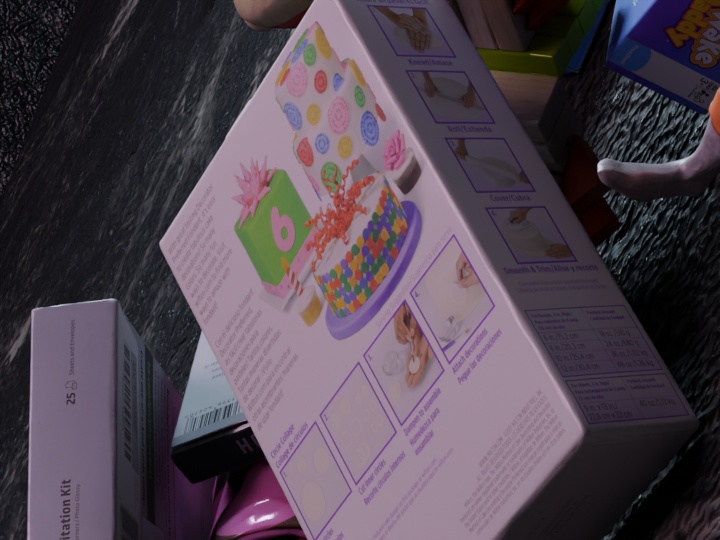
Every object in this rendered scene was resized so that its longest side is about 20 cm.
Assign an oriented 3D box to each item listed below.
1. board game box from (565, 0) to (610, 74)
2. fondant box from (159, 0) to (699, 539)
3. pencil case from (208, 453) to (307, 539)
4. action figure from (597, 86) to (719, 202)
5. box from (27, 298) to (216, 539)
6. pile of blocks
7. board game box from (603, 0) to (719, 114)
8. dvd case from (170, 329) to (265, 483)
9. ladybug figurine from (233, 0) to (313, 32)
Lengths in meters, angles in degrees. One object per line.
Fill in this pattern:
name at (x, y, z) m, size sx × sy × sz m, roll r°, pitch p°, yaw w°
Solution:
board game box at (0.088, -0.189, 1.295) m, size 0.201 × 0.056 × 0.196 m, roll -66°, pitch 13°, yaw -4°
fondant box at (0.017, 0.020, 0.964) m, size 0.144 × 0.058 × 0.201 m, roll -54°, pitch 54°, yaw 39°
pencil case at (-0.030, 0.095, 1.194) m, size 0.200 × 0.090 × 0.094 m, roll -84°, pitch 1°, yaw -60°
action figure at (0.151, -0.081, 0.760) m, size 0.194 × 0.104 × 0.200 m, roll -55°, pitch 40°, yaw 19°
box at (-0.094, 0.123, 1.169) m, size 0.200 × 0.041 × 0.157 m, roll 62°, pitch -157°, yaw -63°
pile of blocks at (0.072, -0.053, 1.033) m, size 0.082 × 0.062 × 0.201 m, roll -36°, pitch -53°, yaw -49°
board game box at (0.155, -0.176, 1.030) m, size 0.135 × 0.045 × 0.201 m, roll -51°, pitch 19°, yaw 48°
dvd case at (0.000, 0.000, 1.189) m, size 0.150 × 0.025 × 0.200 m, roll -21°, pitch 31°, yaw 22°
ladybug figurine at (0.001, -0.198, 1.362) m, size 0.200 × 0.072 × 0.136 m, roll -57°, pitch 22°, yaw 30°
